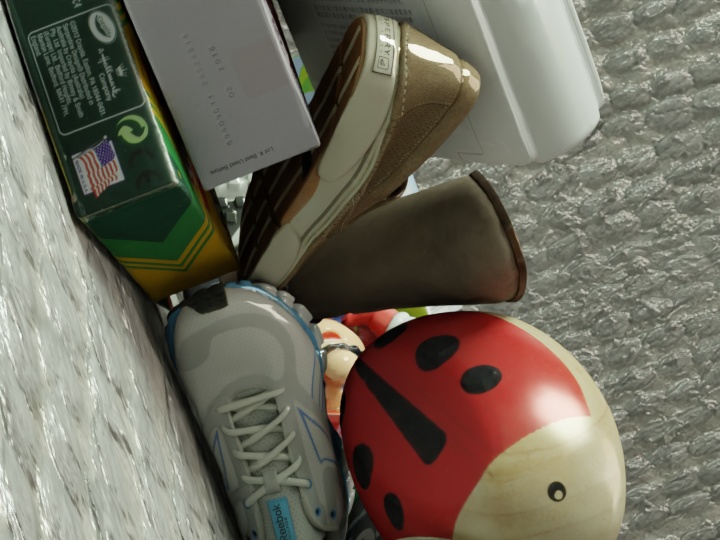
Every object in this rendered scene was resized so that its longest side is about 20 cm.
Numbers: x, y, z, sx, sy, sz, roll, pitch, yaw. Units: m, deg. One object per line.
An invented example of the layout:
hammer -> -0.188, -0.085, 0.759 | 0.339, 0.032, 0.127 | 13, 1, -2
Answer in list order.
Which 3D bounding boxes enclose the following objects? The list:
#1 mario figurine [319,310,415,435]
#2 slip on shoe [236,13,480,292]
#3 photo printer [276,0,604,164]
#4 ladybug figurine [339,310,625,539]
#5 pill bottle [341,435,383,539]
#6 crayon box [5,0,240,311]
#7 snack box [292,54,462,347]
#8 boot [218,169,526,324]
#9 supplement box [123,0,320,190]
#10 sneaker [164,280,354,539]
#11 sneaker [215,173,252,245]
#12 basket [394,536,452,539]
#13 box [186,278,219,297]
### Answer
mario figurine -> -0.022, 0.020, 1.641 | 0.106, 0.123, 0.201 | -1, 82, -74
slip on shoe -> -0.006, -0.048, 1.234 | 0.200, 0.060, 0.076 | 123, -26, -48
photo printer -> 0.019, -0.153, 1.234 | 0.166, 0.069, 0.201 | 9, -50, 51
ladybug figurine -> 0.050, 0.087, 1.267 | 0.072, 0.136, 0.200 | 25, 9, -39
pill bottle -> 0.040, 0.157, 1.382 | 0.200, 0.113, 0.113 | -97, 168, -56
crayon box -> -0.109, -0.064, 1.228 | 0.200, 0.051, 0.128 | 64, 6, -76
snack box -> -0.032, -0.041, 1.735 | 0.053, 0.142, 0.201 | -27, 98, -59
boot -> 0.000, 0.000, 1.332 | 0.200, 0.145, 0.071 | -166, -119, -84
supplement box -> -0.074, -0.127, 1.224 | 0.200, 0.061, 0.109 | -110, 178, -66
sneaker -> -0.041, 0.092, 1.279 | 0.087, 0.075, 0.201 | -99, 170, -49
sneaker -> -0.095, -0.075, 1.482 | 0.081, 0.075, 0.201 | 108, -20, -47
basket -> 0.048, 0.255, 1.223 | 0.200, 0.135, 0.181 | 73, 4, -50
box -> -0.067, 0.044, 1.487 | 0.200, 0.035, 0.110 | -106, 175, -64
